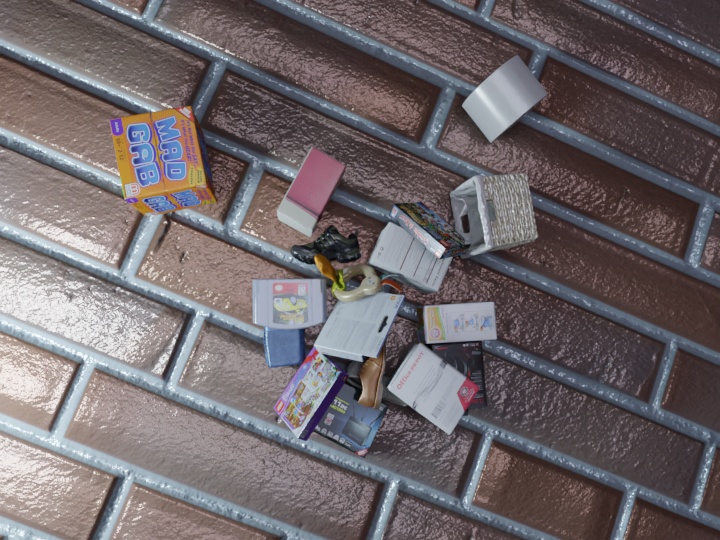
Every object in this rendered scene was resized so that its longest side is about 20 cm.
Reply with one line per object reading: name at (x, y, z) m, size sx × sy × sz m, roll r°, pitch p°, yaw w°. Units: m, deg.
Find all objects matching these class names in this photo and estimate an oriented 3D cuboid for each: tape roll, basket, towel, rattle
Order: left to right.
towel at (-0.207, 0.157, 1.496) m, size 0.110 × 0.049 × 0.203 m, roll -3°, pitch 84°, yaw -11°
rattle at (0.000, 0.000, 1.451) m, size 0.130 × 0.198 × 0.145 m, roll -43°, pitch 123°, yaw -45°
basket at (0.362, -0.150, 1.526) m, size 0.158 × 0.200 × 0.201 m, roll -8°, pitch 86°, yaw -13°
tape roll at (0.406, -0.481, 1.558) m, size 0.202 × 0.203 × 0.140 m, roll -39°, pitch 91°, yaw -9°

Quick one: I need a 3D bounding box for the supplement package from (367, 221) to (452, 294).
supplement package at (0.135, -0.030, 1.522) m, size 0.198 × 0.117 × 0.119 m, roll 26°, pitch 80°, yaw -4°

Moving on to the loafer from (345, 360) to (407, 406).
loafer at (0.047, 0.317, 1.494) m, size 0.198 × 0.070 × 0.070 m, roll 26°, pitch 125°, yaw 1°

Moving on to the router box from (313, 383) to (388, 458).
router box at (-0.042, 0.387, 1.486) m, size 0.198 × 0.062 × 0.151 m, roll 27°, pitch 81°, yaw -4°

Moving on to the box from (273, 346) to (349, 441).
box at (-0.130, 0.318, 1.439) m, size 0.039 × 0.136 × 0.201 m, roll 35°, pitch 89°, yaw -44°

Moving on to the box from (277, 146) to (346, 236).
box at (-0.134, -0.210, 1.501) m, size 0.108 × 0.128 × 0.202 m, roll 28°, pitch 83°, yaw -4°

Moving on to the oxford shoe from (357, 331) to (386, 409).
oxford shoe at (0.030, 0.253, 1.439) m, size 0.070 × 0.071 × 0.203 m, roll 9°, pitch 71°, yaw 2°

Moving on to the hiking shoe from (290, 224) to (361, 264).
hiking shoe at (-0.097, -0.073, 1.528) m, size 0.197 × 0.076 × 0.102 m, roll 0°, pitch 76°, yaw -16°

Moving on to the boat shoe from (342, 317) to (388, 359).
boat shoe at (0.010, 0.158, 1.500) m, size 0.200 × 0.084 × 0.069 m, roll -42°, pitch 114°, yaw -11°

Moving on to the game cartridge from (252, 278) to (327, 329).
game cartridge at (-0.187, 0.089, 1.467) m, size 0.197 × 0.041 × 0.135 m, roll -1°, pitch 87°, yaw -12°

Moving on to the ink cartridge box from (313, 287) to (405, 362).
ink cartridge box at (0.003, 0.140, 1.438) m, size 0.198 × 0.044 × 0.198 m, roll 7°, pitch 53°, yaw 32°

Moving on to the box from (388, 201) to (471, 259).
box at (0.188, -0.112, 1.494) m, size 0.200 × 0.136 × 0.038 m, roll 44°, pitch 122°, yaw 26°

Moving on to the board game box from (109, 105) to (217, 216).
board game box at (-0.499, -0.275, 1.426) m, size 0.197 × 0.200 × 0.203 m, roll -12°, pitch 86°, yaw -9°

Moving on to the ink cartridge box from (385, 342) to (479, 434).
ink cartridge box at (0.184, 0.303, 1.437) m, size 0.199 × 0.083 × 0.146 m, roll 36°, pitch 82°, yaw 0°

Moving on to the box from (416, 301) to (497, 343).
box at (0.260, 0.143, 1.522) m, size 0.197 × 0.112 × 0.103 m, roll -3°, pitch 86°, yaw -7°

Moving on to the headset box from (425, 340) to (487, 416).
headset box at (0.264, 0.299, 1.526) m, size 0.146 × 0.075 × 0.203 m, roll -3°, pitch 85°, yaw -7°
